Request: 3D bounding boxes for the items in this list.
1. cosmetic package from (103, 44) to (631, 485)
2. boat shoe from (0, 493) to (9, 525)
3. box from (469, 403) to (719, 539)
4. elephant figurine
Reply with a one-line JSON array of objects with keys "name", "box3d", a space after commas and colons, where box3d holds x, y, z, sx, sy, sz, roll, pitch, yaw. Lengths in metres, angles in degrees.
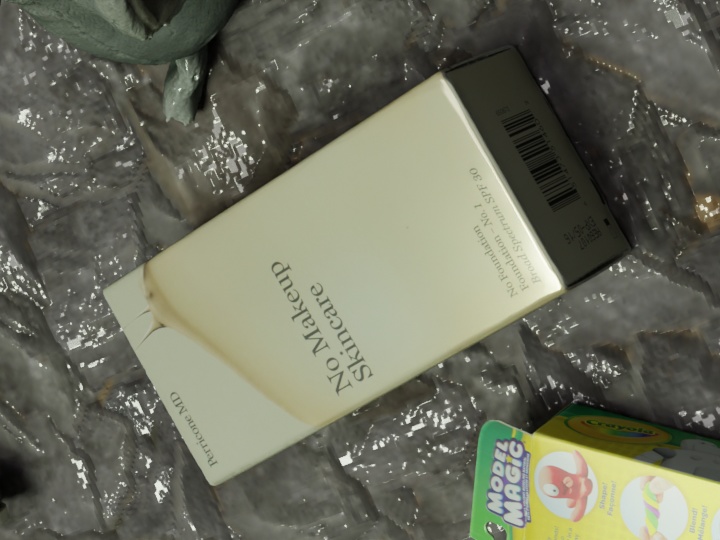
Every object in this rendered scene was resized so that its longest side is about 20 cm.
[{"name": "cosmetic package", "box3d": [0.000, 0.000, 0.971, 0.200, 0.073, 0.104, -32, 87, 31]}, {"name": "boat shoe", "box3d": [-0.261, 0.098, 1.147, 0.200, 0.073, 0.063, 4, 109, 33]}, {"name": "box", "box3d": [0.138, 0.129, 0.944, 0.200, 0.048, 0.117, 13, 110, 23]}, {"name": "elephant figurine", "box3d": [-0.131, -0.143, 0.928, 0.155, 0.200, 0.142, 47, 121, 10]}]
